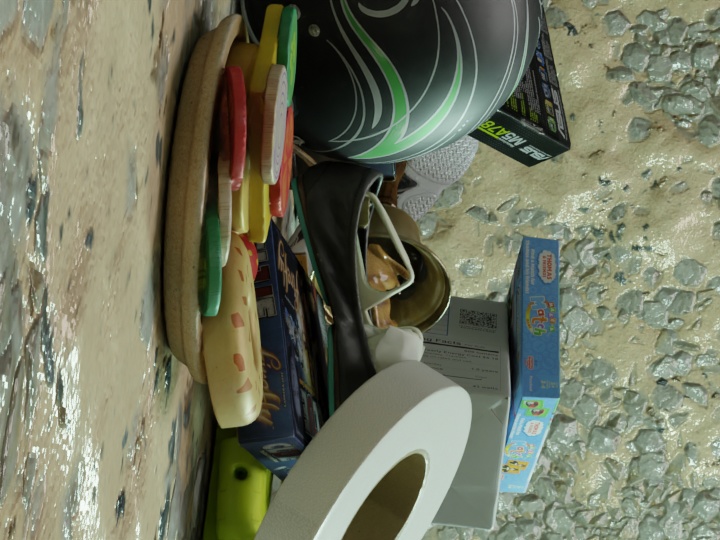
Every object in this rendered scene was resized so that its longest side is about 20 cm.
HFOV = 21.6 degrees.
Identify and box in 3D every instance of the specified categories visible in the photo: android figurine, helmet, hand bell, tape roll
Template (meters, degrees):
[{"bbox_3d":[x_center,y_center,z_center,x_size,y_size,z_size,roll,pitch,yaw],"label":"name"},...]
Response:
[{"bbox_3d":[-0.078,0.172,1.237,0.182,0.041,0.200,91,3,-65],"label":"android figurine"},{"bbox_3d":[0.015,-0.163,1.188,0.200,0.200,0.191,-82,159,-50],"label":"helmet"},{"bbox_3d":[0.016,-0.051,1.434,0.200,0.104,0.104,-88,-179,-48],"label":"hand bell"},{"bbox_3d":[-0.001,0.150,1.180,0.203,0.037,0.203,-47,156,-28],"label":"tape roll"}]

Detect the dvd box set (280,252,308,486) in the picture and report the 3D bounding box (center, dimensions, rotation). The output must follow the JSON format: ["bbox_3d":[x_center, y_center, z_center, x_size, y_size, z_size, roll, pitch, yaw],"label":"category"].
[{"bbox_3d":[-0.047,0.097,1.365,0.146,0.029,0.200,115,-30,-80],"label":"dvd box set"}]

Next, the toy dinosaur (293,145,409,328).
[{"bbox_3d":[0.000,0.000,1.288,0.106,0.060,0.200,41,32,-81],"label":"toy dinosaur"}]

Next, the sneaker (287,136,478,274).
[{"bbox_3d":[0.000,-0.075,1.567,0.075,0.200,0.115,45,3,-38],"label":"sneaker"}]

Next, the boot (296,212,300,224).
[{"bbox_3d":[0.016,-0.110,1.664,0.077,0.138,0.200,-83,178,-49],"label":"boot"}]

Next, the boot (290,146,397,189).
[{"bbox_3d":[-0.015,-0.152,1.326,0.075,0.097,0.200,-78,173,-72],"label":"boot"}]

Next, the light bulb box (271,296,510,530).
[{"bbox_3d":[0.023,0.107,1.576,0.200,0.198,0.125,-79,175,-69],"label":"light bulb box"}]

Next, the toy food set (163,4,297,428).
[{"bbox_3d":[-0.065,-0.036,0.975,0.200,0.049,0.198,-81,176,-49],"label":"toy food set"}]

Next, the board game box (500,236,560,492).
[{"bbox_3d":[0.142,0.086,1.643,0.200,0.037,0.151,99,-6,-61],"label":"board game box"}]

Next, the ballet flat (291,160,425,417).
[{"bbox_3d":[0.003,0.027,1.203,0.068,0.068,0.200,-9,91,-83],"label":"ballet flat"}]

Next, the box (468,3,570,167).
[{"bbox_3d":[0.079,-0.196,1.408,0.193,0.048,0.200,18,57,-51],"label":"box"}]

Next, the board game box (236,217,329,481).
[{"bbox_3d":[-0.047,0.059,1.181,0.200,0.035,0.136,61,21,-73],"label":"board game box"}]
